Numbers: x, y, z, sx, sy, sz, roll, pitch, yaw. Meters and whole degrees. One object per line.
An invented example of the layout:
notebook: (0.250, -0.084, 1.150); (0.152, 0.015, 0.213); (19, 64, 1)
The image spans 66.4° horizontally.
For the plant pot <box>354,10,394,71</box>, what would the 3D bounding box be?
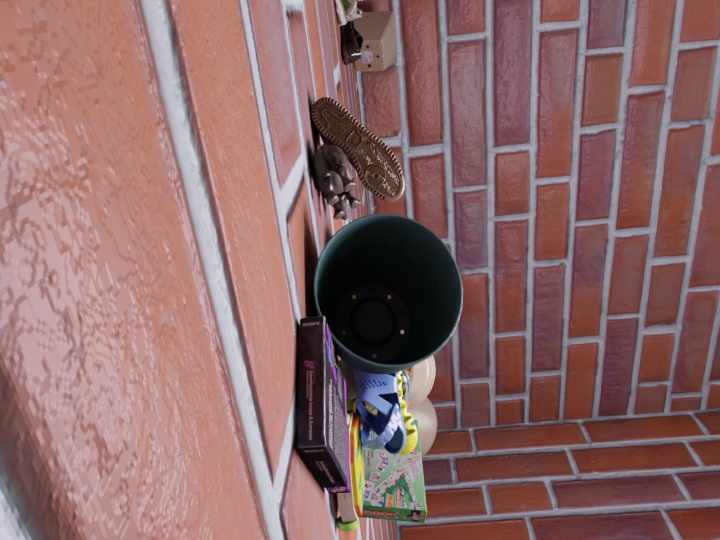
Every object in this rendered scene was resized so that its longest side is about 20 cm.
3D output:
plant pot: (0.049, -0.970, 2.372); (0.203, 0.192, 0.181); (80, 17, -49)

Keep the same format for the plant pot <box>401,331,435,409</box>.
plant pot: (0.071, 0.236, 1.323); (0.183, 0.193, 0.209); (31, 53, -70)

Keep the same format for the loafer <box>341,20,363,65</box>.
loafer: (-0.024, -0.719, 1.736); (0.074, 0.068, 0.206); (79, 7, -55)

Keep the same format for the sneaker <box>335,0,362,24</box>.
sneaker: (-0.034, -0.789, 1.559); (0.201, 0.085, 0.080); (72, 13, -71)

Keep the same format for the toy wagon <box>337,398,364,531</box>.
toy wagon: (-0.018, 0.280, 0.834); (0.200, 0.038, 0.162); (-48, 133, -84)

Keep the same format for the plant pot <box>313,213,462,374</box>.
plant pot: (0.029, 0.051, 0.773); (0.162, 0.192, 0.208); (106, -19, -68)

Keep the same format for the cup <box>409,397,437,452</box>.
cup: (0.102, 0.426, 1.557); (0.142, 0.195, 0.207); (35, 44, -50)

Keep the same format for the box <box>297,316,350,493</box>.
box: (-0.041, 0.168, 0.662); (0.203, 0.035, 0.147); (82, 4, -56)

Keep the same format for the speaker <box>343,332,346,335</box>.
speaker: (0.001, 0.106, 1.006); (0.200, 0.078, 0.085); (-47, 132, -86)

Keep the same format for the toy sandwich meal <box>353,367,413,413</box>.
toy sandwich meal: (0.057, 0.255, 1.134); (0.069, 0.202, 0.212); (23, -50, 43)

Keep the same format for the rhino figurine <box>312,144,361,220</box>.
rhino figurine: (-0.037, -0.135, 0.887); (0.200, 0.058, 0.090); (75, -8, -78)

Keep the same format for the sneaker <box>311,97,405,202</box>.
sneaker: (-0.002, -0.198, 0.920); (0.201, 0.071, 0.113); (48, 3, -5)

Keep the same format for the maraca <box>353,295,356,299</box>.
maraca: (0.000, 0.000, 0.986); (0.200, 0.103, 0.142); (131, -23, -82)

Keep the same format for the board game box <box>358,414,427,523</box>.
board game box: (0.042, 0.334, 0.952); (0.202, 0.129, 0.030); (-86, -177, -62)

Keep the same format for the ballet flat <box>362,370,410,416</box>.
ballet flat: (0.035, 0.224, 0.944); (0.202, 0.069, 0.074); (106, -17, -60)

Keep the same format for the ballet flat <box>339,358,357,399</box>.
ballet flat: (-0.007, 0.180, 0.946); (0.200, 0.060, 0.070); (46, 35, -84)

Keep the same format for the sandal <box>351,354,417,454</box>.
sandal: (0.024, 0.188, 0.844); (0.086, 0.079, 0.206); (-4, 69, -50)
